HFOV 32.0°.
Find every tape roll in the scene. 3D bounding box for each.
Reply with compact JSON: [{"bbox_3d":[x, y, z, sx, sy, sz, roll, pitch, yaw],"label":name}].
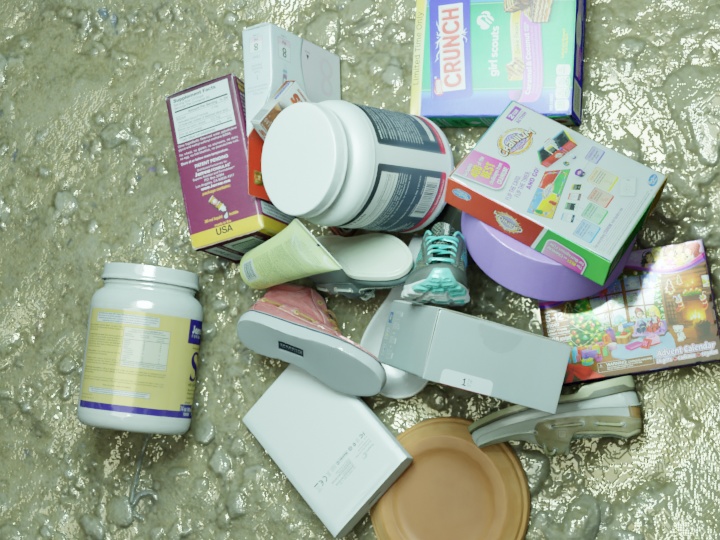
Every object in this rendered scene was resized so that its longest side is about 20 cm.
[{"bbox_3d":[0.215,-0.064,1.418,0.197,0.066,0.202,2,51,-3],"label":"tape roll"}]

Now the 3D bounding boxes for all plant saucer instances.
[{"bbox_3d":[0.101,0.274,1.483,0.197,0.037,0.203,-3,81,18],"label":"plant saucer"}]

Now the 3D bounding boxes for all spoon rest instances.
[{"bbox_3d":[0.055,0.054,1.516,0.098,0.061,0.203,12,86,20],"label":"spoon rest"}]

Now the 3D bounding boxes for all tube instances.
[{"bbox_3d":[-0.085,-0.015,1.475,0.057,0.200,0.053,4,80,-24],"label":"tube"}]

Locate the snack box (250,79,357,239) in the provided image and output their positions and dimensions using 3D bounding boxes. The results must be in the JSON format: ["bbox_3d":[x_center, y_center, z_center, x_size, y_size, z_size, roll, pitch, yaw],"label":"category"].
[{"bbox_3d":[-0.052,-0.130,1.508,0.024,0.201,0.072,12,56,49],"label":"snack box"}]

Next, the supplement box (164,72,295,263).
[{"bbox_3d":[-0.159,-0.124,1.575,0.102,0.131,0.203,-15,77,17],"label":"supplement box"}]

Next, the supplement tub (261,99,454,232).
[{"bbox_3d":[-0.001,-0.118,1.436,0.139,0.199,0.143,-3,86,44],"label":"supplement tub"}]

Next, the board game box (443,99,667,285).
[{"bbox_3d":[0.213,-0.089,1.370,0.199,0.041,0.153,29,54,17],"label":"board game box"}]

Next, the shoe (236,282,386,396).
[{"bbox_3d":[-0.046,0.077,1.522,0.198,0.091,0.072,20,134,17],"label":"shoe"}]

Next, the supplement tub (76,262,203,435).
[{"bbox_3d":[-0.274,0.099,1.577,0.143,0.145,0.203,5,84,19],"label":"supplement tub"}]

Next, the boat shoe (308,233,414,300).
[{"bbox_3d":[0.000,0.000,1.504,0.199,0.062,0.073,6,45,48],"label":"boat shoe"}]

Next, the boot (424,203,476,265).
[{"bbox_3d":[0.107,-0.082,1.520,0.201,0.075,0.074,52,129,29],"label":"boot"}]

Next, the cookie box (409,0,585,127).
[{"bbox_3d":[0.166,-0.262,1.512,0.197,0.075,0.174,1,84,20],"label":"cookie box"}]

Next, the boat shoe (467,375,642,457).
[{"bbox_3d":[0.223,0.178,1.432,0.198,0.075,0.069,-17,79,11],"label":"boat shoe"}]

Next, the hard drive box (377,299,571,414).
[{"bbox_3d":[0.120,0.092,1.389,0.154,0.200,0.078,16,87,-12],"label":"hard drive box"}]

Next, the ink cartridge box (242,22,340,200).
[{"bbox_3d":[-0.080,-0.184,1.539,0.056,0.162,0.203,-11,78,28],"label":"ink cartridge box"}]

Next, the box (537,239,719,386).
[{"bbox_3d":[0.306,0.051,1.441,0.197,0.039,0.139,-11,78,17],"label":"box"}]

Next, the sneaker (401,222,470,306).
[{"bbox_3d":[0.085,-0.008,1.384,0.076,0.200,0.093,3,88,2],"label":"sneaker"}]

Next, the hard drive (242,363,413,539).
[{"bbox_3d":[-0.043,0.205,1.526,0.132,0.026,0.200,-48,59,8],"label":"hard drive"}]
